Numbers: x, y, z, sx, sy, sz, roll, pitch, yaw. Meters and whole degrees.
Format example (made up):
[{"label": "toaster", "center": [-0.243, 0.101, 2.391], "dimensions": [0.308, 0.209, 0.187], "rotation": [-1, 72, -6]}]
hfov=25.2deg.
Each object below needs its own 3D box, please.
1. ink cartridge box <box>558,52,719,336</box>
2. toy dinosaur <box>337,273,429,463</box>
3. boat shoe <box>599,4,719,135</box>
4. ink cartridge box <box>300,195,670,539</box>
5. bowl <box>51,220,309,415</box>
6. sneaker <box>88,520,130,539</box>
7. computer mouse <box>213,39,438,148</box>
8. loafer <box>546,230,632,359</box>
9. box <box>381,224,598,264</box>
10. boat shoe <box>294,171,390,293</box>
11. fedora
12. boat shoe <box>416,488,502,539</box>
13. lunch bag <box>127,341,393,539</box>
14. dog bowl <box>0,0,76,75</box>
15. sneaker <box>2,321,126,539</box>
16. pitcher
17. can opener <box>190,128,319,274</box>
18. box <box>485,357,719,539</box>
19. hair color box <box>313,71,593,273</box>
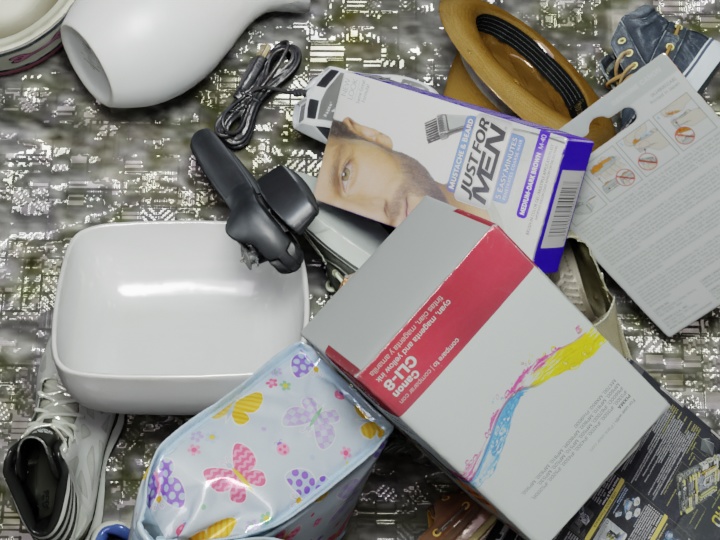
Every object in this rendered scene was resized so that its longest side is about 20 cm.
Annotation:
[{"label": "ink cartridge box", "center": [0.247, -0.063, 1.286], "dimensions": [0.200, 0.160, 0.047], "rotation": [46, 32, -11]}, {"label": "toy dinosaur", "center": [0.064, 0.077, 1.268], "dimensions": [0.200, 0.102, 0.136], "rotation": [31, 102, 12]}, {"label": "boat shoe", "center": [0.235, -0.154, 1.365], "dimensions": [0.091, 0.071, 0.200], "rotation": [32, 43, 10]}, {"label": "ink cartridge box", "center": [0.088, 0.072, 1.161], "dimensions": [0.200, 0.145, 0.145], "rotation": [44, 84, -20]}, {"label": "bowl", "center": [-0.141, 0.045, 1.291], "dimensions": [0.200, 0.075, 0.200], "rotation": [-1, 38, -3]}, {"label": "sneaker", "center": [-0.147, 0.277, 1.234], "dimensions": [0.075, 0.088, 0.200], "rotation": [-40, 76, -14]}, {"label": "computer mouse", "center": [-0.020, -0.136, 1.386], "dimensions": [0.200, 0.044, 0.110], "rotation": [16, 65, 26]}, {"label": "loafer", "center": [0.175, 0.054, 1.294], "dimensions": [0.076, 0.068, 0.200], "rotation": [-26, 94, -16]}, {"label": "box", "center": [0.103, -0.041, 1.372], "dimensions": [0.200, 0.035, 0.110], "rotation": [37, 75, 12]}, {"label": "boat shoe", "center": [0.000, 0.000, 1.336], "dimensions": [0.200, 0.071, 0.064], "rotation": [42, 118, 10]}, {"label": "fedora", "center": [0.124, -0.146, 1.366], "dimensions": [0.201, 0.201, 0.082], "rotation": [48, 116, 15]}, {"label": "boat shoe", "center": [0.083, 0.200, 1.267], "dimensions": [0.068, 0.072, 0.200], "rotation": [33, 67, 26]}, {"label": "lunch bag", "center": [-0.089, 0.177, 1.158], "dimensions": [0.200, 0.170, 0.127], "rotation": [-33, 69, -34]}, {"label": "dog bowl", "center": [-0.331, -0.262, 1.434], "dimensions": [0.200, 0.074, 0.200], "rotation": [0, 70, 1]}, {"label": "sneaker", "center": [-0.232, 0.121, 1.274], "dimensions": [0.076, 0.115, 0.201], "rotation": [1, 70, 1]}, {"label": "pitcher", "center": [-0.170, -0.238, 1.412], "dimensions": [0.200, 0.121, 0.172], "rotation": [-34, 53, -22]}, {"label": "can opener", "center": [-0.091, -0.060, 1.329], "dimensions": [0.079, 0.063, 0.200], "rotation": [-36, 35, -6]}, {"label": "box", "center": [0.201, 0.191, 1.245], "dimensions": [0.161, 0.049, 0.200], "rotation": [38, 74, -17]}, {"label": "hair color box", "center": [0.070, -0.078, 1.267], "dimensions": [0.200, 0.065, 0.109], "rotation": [20, 101, 28]}]
